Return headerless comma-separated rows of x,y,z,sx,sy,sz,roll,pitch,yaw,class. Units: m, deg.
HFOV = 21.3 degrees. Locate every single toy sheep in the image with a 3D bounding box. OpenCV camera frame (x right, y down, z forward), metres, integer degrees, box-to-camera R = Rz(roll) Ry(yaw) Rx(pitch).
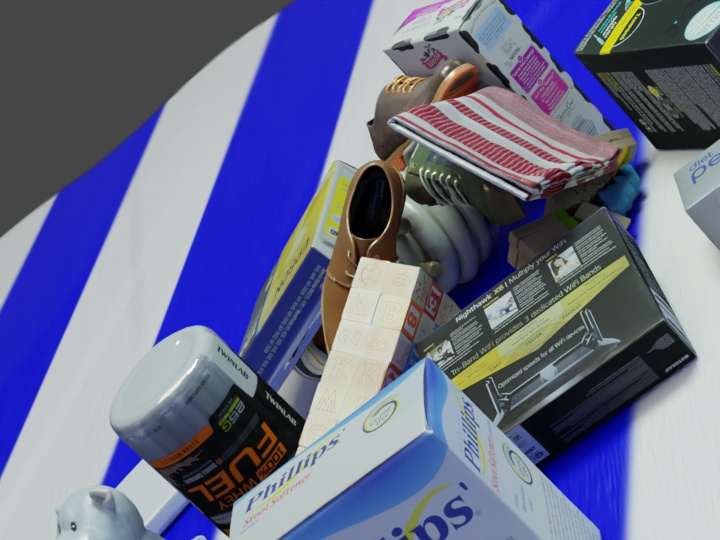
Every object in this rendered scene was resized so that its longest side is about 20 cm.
0.062,-0.037,1.799,0.200,0.138,0.138,-34,17,-19,toy sheep

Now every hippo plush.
-0.190,0.256,1.676,0.159,0.161,0.200,-21,31,47,hippo plush

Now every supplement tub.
-0.111,0.153,1.665,0.122,0.200,0.123,-37,23,19,supplement tub

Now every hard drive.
-0.177,0.190,1.959,0.200,0.027,0.132,-47,21,-7,hard drive

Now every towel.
0.126,-0.112,1.616,0.200,0.144,0.023,-22,-43,-60,towel

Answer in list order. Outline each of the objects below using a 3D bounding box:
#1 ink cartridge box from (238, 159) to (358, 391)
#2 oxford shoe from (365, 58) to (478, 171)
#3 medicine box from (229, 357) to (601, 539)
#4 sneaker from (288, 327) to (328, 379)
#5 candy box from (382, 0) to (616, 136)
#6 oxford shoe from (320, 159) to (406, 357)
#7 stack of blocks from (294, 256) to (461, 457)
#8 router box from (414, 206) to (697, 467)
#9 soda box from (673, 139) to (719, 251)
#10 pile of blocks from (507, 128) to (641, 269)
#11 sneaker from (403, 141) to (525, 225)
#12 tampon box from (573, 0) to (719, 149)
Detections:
-0.065,0.024,1.842,0.198,0.047,0.200,-57,9,36,ink cartridge box
0.049,-0.154,1.794,0.071,0.073,0.200,-34,-8,-29,oxford shoe
0.041,0.196,1.307,0.182,0.200,0.103,-38,22,17,medicine box
0.004,0.019,1.870,0.200,0.078,0.079,-61,13,-13,sneaker
0.133,-0.169,1.808,0.061,0.200,0.136,-54,23,-22,candy box
0.000,0.000,1.676,0.071,0.071,0.201,42,-128,-83,oxford shoe
0.017,0.105,1.613,0.058,0.115,0.200,10,72,28,stack of blocks
0.148,0.063,1.508,0.200,0.052,0.157,-36,35,14,router box
0.343,-0.098,1.483,0.200,0.063,0.068,-37,23,19,soda box
0.199,-0.042,1.676,0.200,0.082,0.062,-50,-23,-38,pile of blocks
0.084,-0.078,1.673,0.090,0.067,0.200,-24,24,6,sneaker
0.313,-0.200,1.639,0.150,0.126,0.200,-52,22,-15,tampon box
